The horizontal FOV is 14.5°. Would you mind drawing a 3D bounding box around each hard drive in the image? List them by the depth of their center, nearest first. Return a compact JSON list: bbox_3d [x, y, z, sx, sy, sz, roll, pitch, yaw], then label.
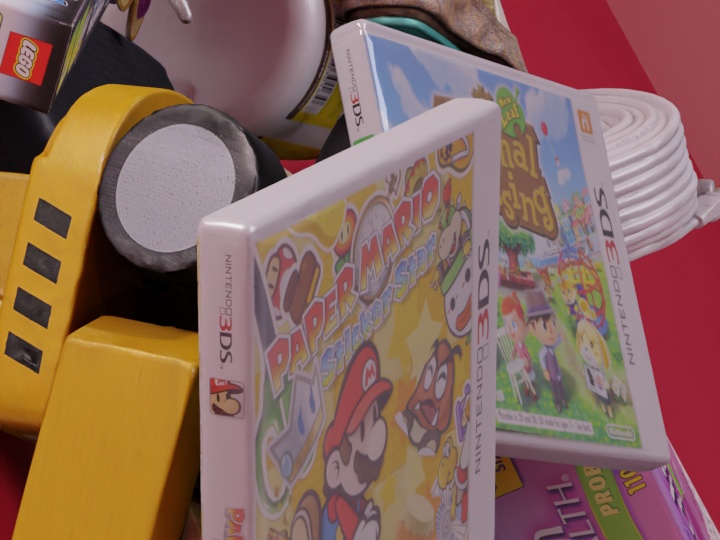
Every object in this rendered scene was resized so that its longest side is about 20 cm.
[{"bbox_3d":[-0.107,-0.047,1.157,0.135,0.042,0.200,63,14,14],"label":"hard drive"}]

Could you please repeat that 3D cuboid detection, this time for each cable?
[{"bbox_3d":[0.077,-0.042,1.484,0.200,0.199,0.070,-35,121,-61],"label":"cable"}]

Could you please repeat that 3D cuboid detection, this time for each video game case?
[{"bbox_3d":[0.001,0.050,0.945,0.200,0.023,0.183,-29,123,-61],"label":"video game case"},{"bbox_3d":[0.065,-0.006,1.246,0.200,0.022,0.183,11,64,-55],"label":"video game case"}]

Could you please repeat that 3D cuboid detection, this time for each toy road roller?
[{"bbox_3d":[-0.087,0.037,0.953,0.123,0.145,0.201,33,67,-63],"label":"toy road roller"}]

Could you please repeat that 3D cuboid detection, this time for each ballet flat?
[{"bbox_3d":[0.042,-0.120,1.369,0.200,0.068,0.068,46,44,-70],"label":"ballet flat"}]

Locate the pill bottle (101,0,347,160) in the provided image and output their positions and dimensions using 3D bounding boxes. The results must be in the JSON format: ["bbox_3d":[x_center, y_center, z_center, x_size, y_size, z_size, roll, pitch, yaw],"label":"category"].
[{"bbox_3d":[-0.045,-0.110,1.380,0.110,0.109,0.200,62,13,8],"label":"pill bottle"}]

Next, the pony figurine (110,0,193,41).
[{"bbox_3d":[-0.115,-0.221,1.188,0.193,0.201,0.166,31,16,13],"label":"pony figurine"}]

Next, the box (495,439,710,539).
[{"bbox_3d":[0.109,0.108,1.437,0.200,0.096,0.176,-86,151,-73],"label":"box"}]

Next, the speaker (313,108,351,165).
[{"bbox_3d":[0.000,0.000,1.239,0.081,0.081,0.200,54,35,-22],"label":"speaker"}]

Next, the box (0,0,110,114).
[{"bbox_3d":[-0.147,-0.118,1.053,0.110,0.035,0.200,18,20,-4],"label":"box"}]
